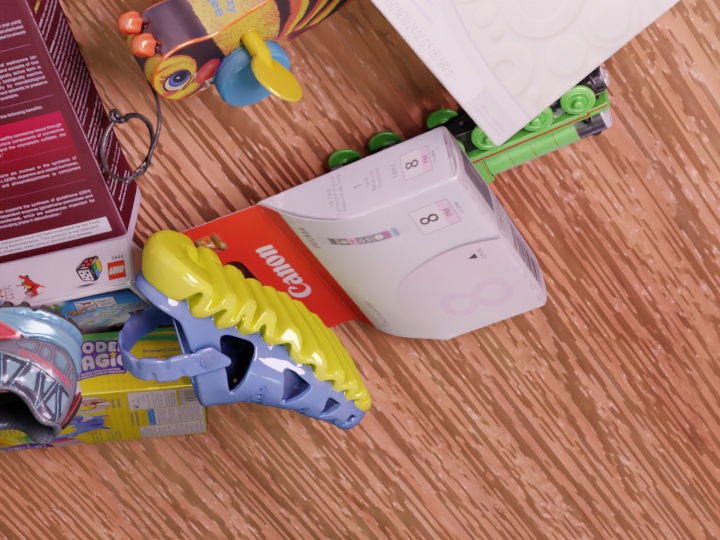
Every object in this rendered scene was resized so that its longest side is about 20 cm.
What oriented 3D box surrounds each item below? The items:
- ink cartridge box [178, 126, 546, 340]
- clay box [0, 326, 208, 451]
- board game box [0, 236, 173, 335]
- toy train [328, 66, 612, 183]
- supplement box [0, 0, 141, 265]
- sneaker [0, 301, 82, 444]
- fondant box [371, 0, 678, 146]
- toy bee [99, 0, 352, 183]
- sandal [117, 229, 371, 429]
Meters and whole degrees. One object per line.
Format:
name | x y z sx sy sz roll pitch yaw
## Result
ink cartridge box | 0.000 0.000 1.350 0.199 0.057 0.163 -24 143 13
clay box | -0.203 0.081 1.400 0.199 0.048 0.115 -4 160 -4
board game box | -0.222 0.031 1.379 0.199 0.035 0.126 -12 160 10
toy train | 0.069 -0.077 1.329 0.199 0.042 0.056 -21 133 16
supplement box | -0.222 -0.098 1.309 0.108 0.061 0.201 -11 126 11
sneaker | -0.271 0.072 1.290 0.199 0.096 0.079 -3 149 -4
fondant box | 0.107 -0.191 1.207 0.200 0.058 0.144 -39 117 9
toy bee | -0.087 -0.133 1.229 0.201 0.131 0.109 -57 155 1
sandal | -0.078 0.052 1.332 0.200 0.080 0.087 33 104 -31
